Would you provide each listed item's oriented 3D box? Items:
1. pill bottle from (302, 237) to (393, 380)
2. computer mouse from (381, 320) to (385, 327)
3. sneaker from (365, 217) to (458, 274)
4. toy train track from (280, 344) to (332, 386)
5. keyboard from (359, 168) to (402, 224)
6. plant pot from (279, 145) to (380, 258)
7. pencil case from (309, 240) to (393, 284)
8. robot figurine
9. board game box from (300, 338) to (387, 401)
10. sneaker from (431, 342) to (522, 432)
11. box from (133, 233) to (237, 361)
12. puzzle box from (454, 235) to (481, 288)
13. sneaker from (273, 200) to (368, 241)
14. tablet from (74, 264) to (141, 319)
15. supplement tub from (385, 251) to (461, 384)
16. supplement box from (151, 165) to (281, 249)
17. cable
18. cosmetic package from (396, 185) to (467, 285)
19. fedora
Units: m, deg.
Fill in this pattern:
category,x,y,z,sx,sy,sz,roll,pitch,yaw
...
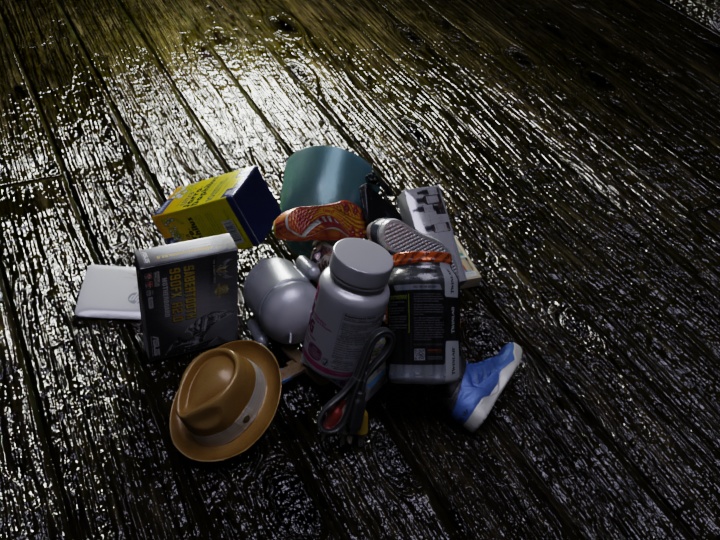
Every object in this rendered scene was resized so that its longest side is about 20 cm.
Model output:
category,x,y,z,sx,sy,sz,roll,pitch,yaw
pill bottle,-0.019,0.060,1.123,0.111,0.202,0.114,12,31,-7
computer mouse,0.084,0.121,1.236,0.034,0.199,0.059,0,58,53
sneaker,0.094,-0.037,1.321,0.079,0.199,0.079,-59,31,-8
toy train track,-0.124,0.180,1.195,0.198,0.033,0.114,-20,43,-38
keyboard,0.047,-0.117,1.403,0.020,0.200,0.129,-13,67,23
plant pot,-0.069,-0.114,1.420,0.197,0.202,0.163,11,59,1
pencil case,0.000,0.000,1.276,0.197,0.091,0.078,13,18,28
robot figurine,-0.134,0.053,1.258,0.112,0.171,0.200,31,6,-37
board game box,0.007,0.133,1.249,0.133,0.035,0.199,30,34,19
sneaker,0.195,0.170,1.239,0.111,0.077,0.200,36,53,8
box,-0.282,0.046,1.191,0.156,0.202,0.049,-12,42,-24
puzzle box,0.130,-0.009,1.463,0.197,0.026,0.134,-9,45,-20
sneaker,-0.067,-0.086,1.289,0.198,0.077,0.074,2,83,-40
tablet,-0.403,0.039,1.314,0.196,0.014,0.131,3,43,-8
supplement tub,0.099,0.076,1.149,0.120,0.122,0.204,1,85,-10
supplement box,-0.268,-0.104,1.358,0.197,0.110,0.109,-11,33,29
cable,-0.012,0.177,1.109,0.096,0.203,0.050,12,6,-25
cosmetic package,0.138,-0.061,1.411,0.081,0.051,0.203,-10,74,-18
fedora,-0.217,0.182,1.089,0.197,0.082,0.203,-11,55,16
